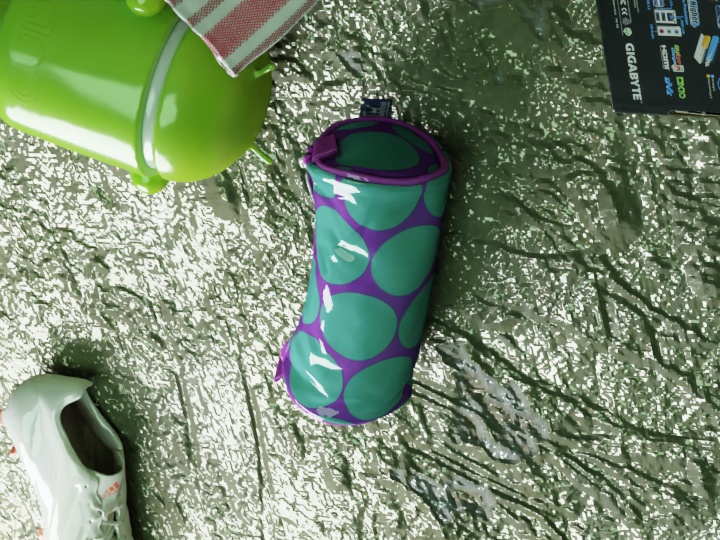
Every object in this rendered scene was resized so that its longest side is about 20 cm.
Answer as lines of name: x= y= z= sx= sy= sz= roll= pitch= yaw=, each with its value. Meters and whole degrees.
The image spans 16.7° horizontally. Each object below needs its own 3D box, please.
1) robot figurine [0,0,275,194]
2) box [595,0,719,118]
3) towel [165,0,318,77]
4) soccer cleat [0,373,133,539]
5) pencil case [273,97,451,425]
robot figurine: x=-0.143 y=-0.123 z=1.487 sx=0.199 sy=0.116 sz=0.176 roll=19 pitch=139 yaw=13
box: x=0.215 y=-0.173 z=1.281 sx=0.197 sy=0.050 sz=0.201 roll=4 pitch=122 yaw=29
towel: x=-0.086 y=-0.230 z=1.389 sx=0.146 sy=0.030 sz=0.200 roll=-43 pitch=96 yaw=-1
soccer cleat: x=-0.194 y=0.166 z=1.763 sx=0.077 sy=0.069 sz=0.201 roll=-7 pitch=114 yaw=32
pencil case: x=0.000 y=0.000 z=1.512 sx=0.092 sy=0.085 sz=0.201 roll=12 pitch=128 yaw=5
